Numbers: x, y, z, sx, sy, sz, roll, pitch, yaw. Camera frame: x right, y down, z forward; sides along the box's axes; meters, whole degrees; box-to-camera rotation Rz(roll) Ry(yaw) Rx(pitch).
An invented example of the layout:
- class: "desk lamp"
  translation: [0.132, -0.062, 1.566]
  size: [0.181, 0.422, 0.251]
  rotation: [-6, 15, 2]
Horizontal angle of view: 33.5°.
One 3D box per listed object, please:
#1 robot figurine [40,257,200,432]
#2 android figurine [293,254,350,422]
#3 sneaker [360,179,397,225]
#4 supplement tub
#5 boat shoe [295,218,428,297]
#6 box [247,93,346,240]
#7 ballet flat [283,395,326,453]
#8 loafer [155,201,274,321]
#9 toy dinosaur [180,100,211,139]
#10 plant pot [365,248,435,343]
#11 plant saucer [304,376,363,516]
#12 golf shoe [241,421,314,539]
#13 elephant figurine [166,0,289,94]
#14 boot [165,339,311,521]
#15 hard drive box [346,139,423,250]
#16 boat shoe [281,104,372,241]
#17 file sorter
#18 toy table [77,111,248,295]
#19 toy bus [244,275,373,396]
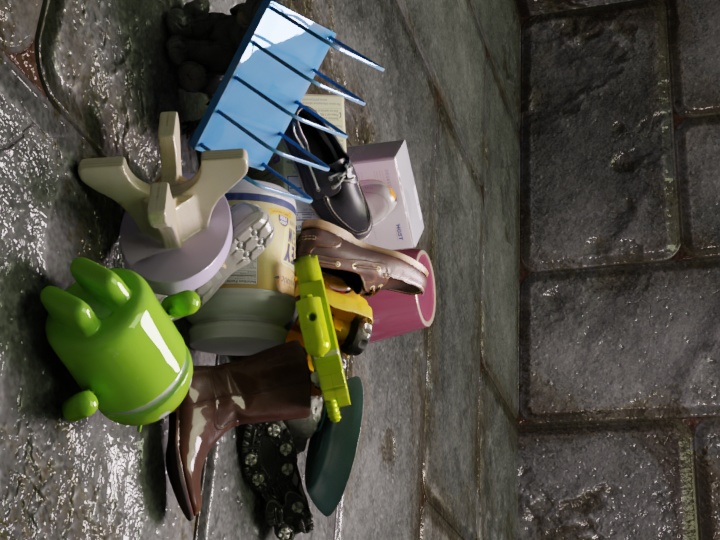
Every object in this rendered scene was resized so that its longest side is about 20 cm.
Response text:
- class: "robot figurine"
  translation: [-0.248, 0.079, 1.240]
  size: [0.176, 0.115, 0.201]
  rotation: [-49, 137, -25]
- class: "android figurine"
  translation: [-0.048, 0.086, 1.469]
  size: [0.182, 0.041, 0.201]
  rotation: [86, -7, -80]
- class: "sneaker"
  translation: [-0.034, -0.066, 1.805]
  size: [0.076, 0.199, 0.092]
  rotation: [54, 28, -25]
- class: "supplement tub"
  translation: [-0.153, -0.001, 1.514]
  size: [0.144, 0.144, 0.201]
  rotation: [36, 51, -67]
- class: "boat shoe"
  translation: [0.000, 0.000, 1.588]
  size: [0.199, 0.070, 0.071]
  rotation: [20, 62, -23]
- class: "box"
  translation: [-0.090, -0.131, 1.684]
  size: [0.176, 0.096, 0.201]
  rotation: [164, -76, -68]
- class: "ballet flat"
  translation: [-0.098, 0.216, 1.722]
  size: [0.200, 0.071, 0.072]
  rotation: [122, -27, -65]
- class: "loafer"
  translation: [-0.192, -0.009, 1.409]
  size: [0.200, 0.070, 0.070]
  rotation: [-37, 134, -17]
- class: "toy dinosaur"
  translation: [-0.174, -0.190, 1.551]
  size: [0.088, 0.200, 0.048]
  rotation: [9, 41, -43]
- class: "plant pot"
  translation: [0.025, 0.037, 1.999]
  size: [0.200, 0.178, 0.201]
  rotation: [-4, 90, -72]
- class: "plant saucer"
  translation: [-0.042, 0.243, 1.684]
  size: [0.200, 0.036, 0.201]
  rotation: [-165, -90, -79]
- class: "golf shoe"
  translation: [-0.122, 0.282, 1.684]
  size: [0.088, 0.077, 0.201]
  rotation: [-116, -168, -70]
- class: "elephant figurine"
  translation: [-0.138, -0.298, 1.539]
  size: [0.155, 0.199, 0.142]
  rotation: [-54, 130, -67]
- class: "boot"
  translation: [-0.137, 0.190, 1.442]
  size: [0.064, 0.199, 0.188]
  rotation: [2, -79, 65]
- class: "hard drive box"
  translation: [-0.016, -0.110, 1.878]
  size: [0.077, 0.199, 0.157]
  rotation: [-62, 143, -59]
- class: "boat shoe"
  translation: [-0.042, -0.128, 1.572]
  size: [0.201, 0.072, 0.063]
  rotation: [60, -21, -4]
- class: "file sorter"
  translation: [-0.084, -0.199, 1.454]
  size: [0.138, 0.123, 0.201]
  rotation: [13, 111, -56]
- class: "toy table"
  translation: [-0.214, -0.081, 1.335]
  size: [0.200, 0.183, 0.118]
  rotation: [-112, -165, -47]
- class: "toy bus"
  translation: [-0.067, 0.050, 1.679]
  size: [0.200, 0.135, 0.193]
  rotation: [-54, -158, 42]
